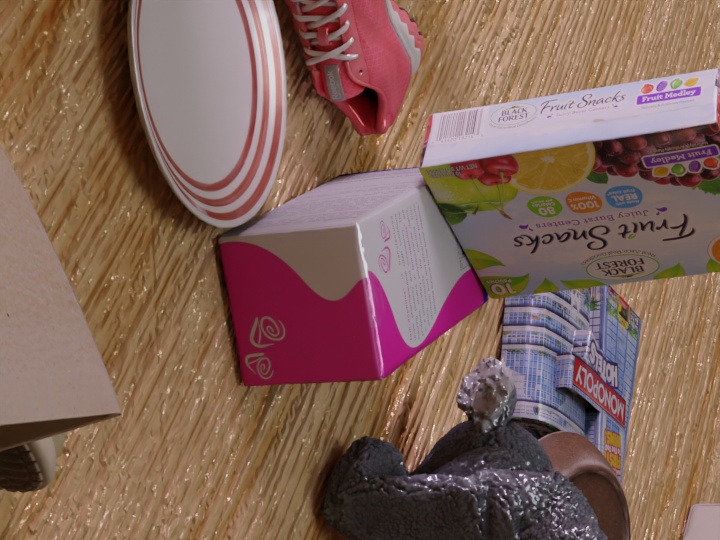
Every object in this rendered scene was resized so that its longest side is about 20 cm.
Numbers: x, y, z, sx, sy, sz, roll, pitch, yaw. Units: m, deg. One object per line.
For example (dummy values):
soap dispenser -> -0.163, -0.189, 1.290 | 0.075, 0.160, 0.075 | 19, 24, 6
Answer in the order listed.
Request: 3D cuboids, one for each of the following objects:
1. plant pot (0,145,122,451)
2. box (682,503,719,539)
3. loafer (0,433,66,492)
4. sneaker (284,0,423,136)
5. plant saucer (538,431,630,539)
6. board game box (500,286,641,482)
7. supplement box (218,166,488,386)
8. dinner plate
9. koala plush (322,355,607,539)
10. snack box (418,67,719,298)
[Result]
plant pot -> -0.237, -0.004, 0.806 | 0.200, 0.199, 0.178 | 0, 74, -66
box -> 0.403, 0.354, 2.236 | 0.128, 0.108, 0.201 | -66, 143, -46
loafer -> -0.189, 0.019, 1.037 | 0.068, 0.075, 0.201 | -70, 155, -45
sneaker -> -0.011, -0.162, 1.455 | 0.200, 0.073, 0.087 | 50, 43, -52
plant saucer -> 0.164, 0.231, 1.750 | 0.200, 0.034, 0.202 | -11, 104, -50
board game box -> 0.179, 0.106, 1.842 | 0.200, 0.061, 0.201 | 39, 50, -58
supplement box -> 0.000, 0.000, 1.415 | 0.200, 0.103, 0.102 | -31, 114, -65
dinner plate -> -0.097, -0.126, 1.318 | 0.200, 0.024, 0.202 | -4, 90, -65
koala plush -> 0.089, 0.170, 1.527 | 0.200, 0.183, 0.178 | -66, 145, -66
snack box -> 0.156, -0.052, 1.409 | 0.142, 0.199, 0.053 | 57, 35, -44
